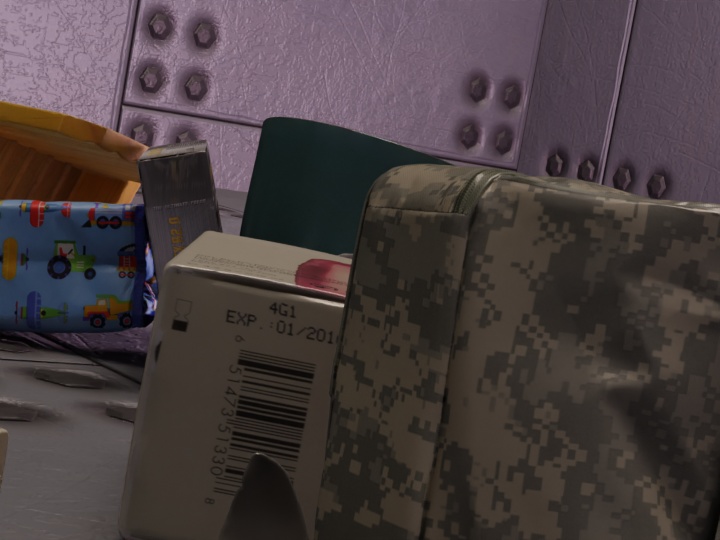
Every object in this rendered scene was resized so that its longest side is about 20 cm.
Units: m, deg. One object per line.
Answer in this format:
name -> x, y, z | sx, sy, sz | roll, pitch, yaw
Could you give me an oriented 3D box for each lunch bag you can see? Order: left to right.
lunch bag -> -0.225, 0.008, 1.356 | 0.149, 0.095, 0.200 | 2, -8, 0
lunch bag -> 0.087, 0.063, 0.700 | 0.139, 0.202, 0.167 | 15, -6, -42

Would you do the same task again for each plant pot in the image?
plant pot -> 0.000, 0.000, 1.287 | 0.199, 0.162, 0.201 | 18, -6, 2

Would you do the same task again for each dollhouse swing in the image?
dollhouse swing -> -0.250, -0.047, 1.402 | 0.175, 0.183, 0.200 | 33, 5, 37

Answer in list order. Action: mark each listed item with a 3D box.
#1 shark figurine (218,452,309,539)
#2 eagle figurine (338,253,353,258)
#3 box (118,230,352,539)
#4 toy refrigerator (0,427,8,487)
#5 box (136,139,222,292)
shark figurine -> -0.048, 0.107, 0.594 | 0.128, 0.090, 0.214 | 13, 4, 43
eagle figurine -> 0.071, 0.059, 1.154 | 0.199, 0.152, 0.151 | -5, 1, -28
box -> -0.045, 0.058, 0.876 | 0.108, 0.129, 0.200 | 10, 6, -1
toy refrigerator -> -0.204, 0.085, 0.604 | 0.075, 0.071, 0.200 | 12, 5, 18
box -> -0.118, -0.008, 1.245 | 0.048, 0.160, 0.200 | -10, 8, -4
